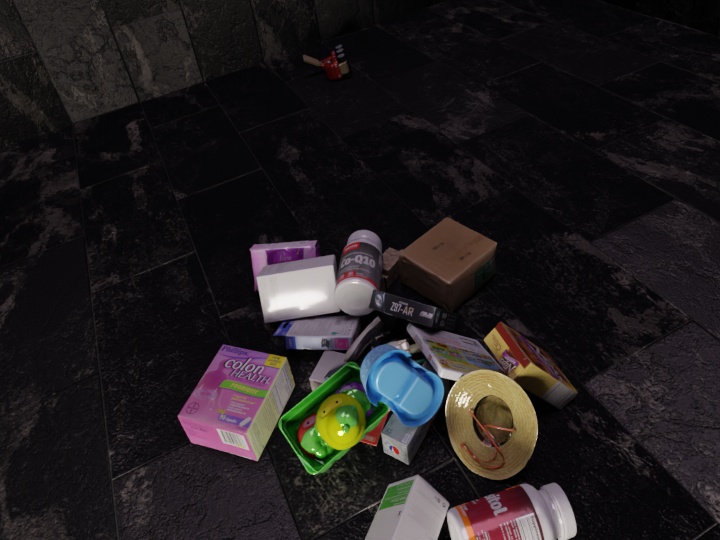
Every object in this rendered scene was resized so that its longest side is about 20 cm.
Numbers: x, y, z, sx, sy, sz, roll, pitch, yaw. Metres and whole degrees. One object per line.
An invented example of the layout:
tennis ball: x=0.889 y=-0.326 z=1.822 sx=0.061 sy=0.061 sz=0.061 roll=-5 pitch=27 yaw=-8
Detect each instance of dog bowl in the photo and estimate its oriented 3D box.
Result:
dog bowl: x=0.076 y=0.215 z=1.075 sx=0.113 sy=0.199 sz=0.049 roll=-53 pitch=32 yaw=-3

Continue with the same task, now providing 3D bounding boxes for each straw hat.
straw hat: x=0.261 y=0.286 z=1.097 sx=0.196 sy=0.209 sz=0.084 roll=20 pitch=15 yaw=32

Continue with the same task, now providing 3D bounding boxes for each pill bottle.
pill bottle: x=0.000 y=0.000 z=1.403 sx=0.109 sy=0.117 sz=0.204 roll=-2 pitch=41 yaw=9
pill bottle: x=0.251 y=0.429 z=0.947 sx=0.193 sy=0.116 sz=0.114 roll=-15 pitch=40 yaw=-7

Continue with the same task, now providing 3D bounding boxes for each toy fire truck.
toy fire truck: x=-0.153 y=-0.951 z=2.608 sx=0.194 sy=0.131 sz=0.179 roll=-20 pitch=40 yaw=7

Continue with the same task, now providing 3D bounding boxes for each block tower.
block tower: x=0.050 y=0.019 z=1.501 sx=0.057 sy=0.055 sz=0.200 roll=22 pitch=50 yaw=31

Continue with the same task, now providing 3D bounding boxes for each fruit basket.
fruit basket: x=-0.048 y=0.282 z=1.089 sx=0.212 sy=0.219 sz=0.156 roll=-31 pitch=57 yaw=-23

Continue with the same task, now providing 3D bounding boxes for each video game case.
video game case: x=0.210 y=0.183 z=1.195 sx=0.194 sy=0.023 sz=0.183 roll=18 pitch=18 yaw=-25

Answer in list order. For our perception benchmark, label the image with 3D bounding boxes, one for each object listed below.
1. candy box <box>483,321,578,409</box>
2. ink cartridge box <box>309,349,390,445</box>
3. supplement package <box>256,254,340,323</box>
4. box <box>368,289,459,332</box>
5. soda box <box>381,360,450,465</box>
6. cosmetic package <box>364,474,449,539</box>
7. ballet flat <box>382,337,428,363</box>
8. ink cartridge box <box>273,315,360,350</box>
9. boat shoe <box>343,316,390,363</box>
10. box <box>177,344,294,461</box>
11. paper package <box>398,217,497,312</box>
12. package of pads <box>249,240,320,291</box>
candy box: x=0.343 y=0.192 z=1.138 sx=0.057 sy=0.198 sz=0.118 roll=-45 pitch=40 yaw=15
ink cartridge box: x=-0.024 y=0.271 z=1.240 sx=0.193 sy=0.046 sz=0.178 roll=9 pitch=43 yaw=21
supplement package: x=-0.151 y=0.045 z=1.438 sx=0.192 sy=0.125 sz=0.122 roll=-9 pitch=13 yaw=2
box: x=0.127 y=0.095 z=1.305 sx=0.156 sy=0.199 sz=0.045 roll=15 pitch=88 yaw=27
soda box: x=0.117 y=0.290 z=1.168 sx=0.062 sy=0.070 sz=0.201 roll=17 pitch=47 yaw=28
cosmetic package: x=0.062 y=0.461 z=0.941 sx=0.084 sy=0.107 sz=0.202 roll=41 pitch=48 yaw=-7
ballet flat: x=0.104 y=0.175 z=1.245 sx=0.194 sy=0.071 sz=0.069 roll=-7 pitch=57 yaw=-35
ink cartridge box: x=-0.102 y=0.149 z=1.372 sx=0.192 sy=0.044 sz=0.120 roll=2 pitch=20 yaw=10
boat shoe: x=0.019 y=0.168 z=1.284 sx=0.060 sy=0.074 sz=0.200 roll=44 pitch=21 yaw=4
box: x=-0.265 y=0.282 z=1.239 sx=0.170 sy=0.099 sz=0.203 roll=7 pitch=43 yaw=20
paper package: x=0.227 y=-0.017 z=1.466 sx=0.198 sy=0.106 sz=0.189 roll=-35 pitch=48 yaw=-27
package of pads: x=-0.200 y=-0.014 z=1.536 sx=0.192 sy=0.125 sz=0.076 roll=-3 pitch=13 yaw=10
